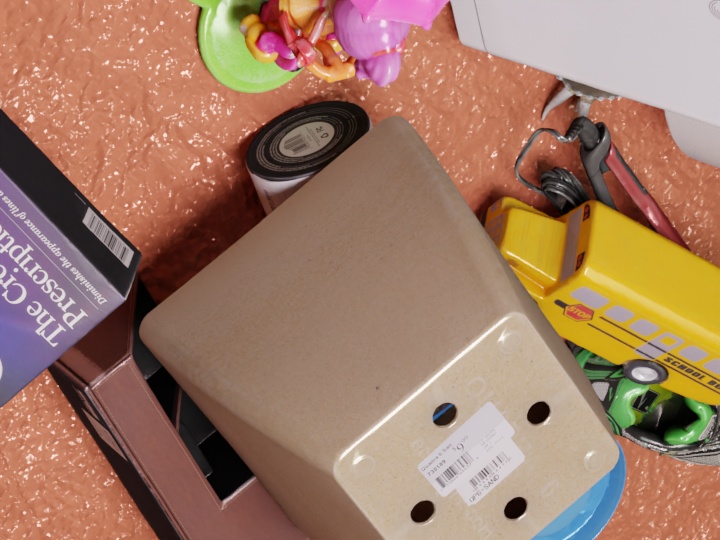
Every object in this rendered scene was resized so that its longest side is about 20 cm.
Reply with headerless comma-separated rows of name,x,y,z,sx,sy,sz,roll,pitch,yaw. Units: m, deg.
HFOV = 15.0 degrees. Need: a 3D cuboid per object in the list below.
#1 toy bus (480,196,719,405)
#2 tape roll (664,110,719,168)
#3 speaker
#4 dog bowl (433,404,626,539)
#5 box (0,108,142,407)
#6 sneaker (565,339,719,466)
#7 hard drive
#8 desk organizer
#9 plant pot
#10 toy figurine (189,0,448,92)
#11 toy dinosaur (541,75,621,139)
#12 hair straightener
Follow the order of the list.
toy bus,0.170,0.016,1.741,0.200,0.078,0.065,27,55,-23
tape roll,0.300,-0.143,1.713,0.203,0.139,0.203,-35,136,-41
speaker,0.000,0.000,1.669,0.081,0.081,0.200,-33,125,-15
dog bowl,0.083,0.127,1.793,0.200,0.050,0.112,20,105,-36
box,-0.236,-0.023,1.446,0.141,0.079,0.200,-40,103,16
sneaker,0.220,0.101,1.849,0.200,0.085,0.078,14,104,-36
hard drive,0.140,-0.153,1.593,0.027,0.200,0.132,-56,151,-28
desk organizer,-0.108,0.105,1.656,0.077,0.072,0.200,-39,126,-14
plant pot,0.030,0.071,1.564,0.200,0.177,0.200,-40,126,-4
toy figurine,-0.017,-0.165,1.519,0.150,0.184,0.200,-13,118,-26
toy dinosaur,0.135,-0.175,1.678,0.102,0.077,0.200,-46,130,-14
hair straightener,0.152,-0.032,1.758,0.077,0.041,0.200,-30,141,10
